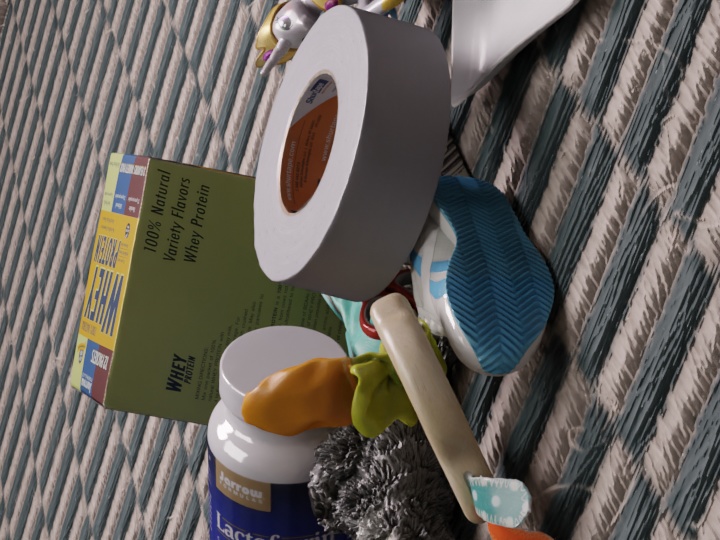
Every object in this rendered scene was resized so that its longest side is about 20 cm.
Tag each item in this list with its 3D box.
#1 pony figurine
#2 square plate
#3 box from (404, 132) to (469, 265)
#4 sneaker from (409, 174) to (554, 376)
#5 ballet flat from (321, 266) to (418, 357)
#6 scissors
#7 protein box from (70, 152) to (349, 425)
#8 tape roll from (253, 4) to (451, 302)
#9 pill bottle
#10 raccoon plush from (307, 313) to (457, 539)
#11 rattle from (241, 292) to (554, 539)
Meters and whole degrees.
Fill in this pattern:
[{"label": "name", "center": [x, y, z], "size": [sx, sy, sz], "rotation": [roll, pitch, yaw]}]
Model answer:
[{"label": "pony figurine", "center": [-0.007, -0.253, 1.680], "size": [0.200, 0.166, 0.194], "rotation": [-30, 37, 49]}, {"label": "square plate", "center": [0.116, -0.238, 1.542], "size": [0.198, 0.028, 0.202], "rotation": [142, 135, -61]}, {"label": "box", "center": [0.021, -0.090, 1.670], "size": [0.201, 0.068, 0.083], "rotation": [-108, 35, -53]}, {"label": "sneaker", "center": [0.078, 0.017, 1.469], "size": [0.200, 0.076, 0.081], "rotation": [-101, 20, -58]}, {"label": "ballet flat", "center": [0.014, 0.030, 1.651], "size": [0.070, 0.067, 0.200], "rotation": [-36, 34, 7]}, {"label": "scissors", "center": [0.000, 0.000, 1.637], "size": [0.200, 0.073, 0.014], "rotation": [40, 152, 53]}, {"label": "protein box", "center": [-0.110, 0.022, 1.780], "size": [0.135, 0.198, 0.200], "rotation": [-167, 88, -70]}, {"label": "tape roll", "center": [-0.009, -0.082, 1.556], "size": [0.200, 0.066, 0.202], "rotation": [-47, 36, 50]}, {"label": "pill bottle", "center": [-0.055, 0.149, 1.616], "size": [0.116, 0.115, 0.201], "rotation": [-110, 18, -55]}, {"label": "raccoon plush", "center": [0.037, 0.129, 1.495], "size": [0.134, 0.096, 0.202], "rotation": [23, 102, 62]}, {"label": "rattle", "center": [0.022, 0.124, 1.398], "size": [0.131, 0.142, 0.201], "rotation": [97, 153, -58]}]
